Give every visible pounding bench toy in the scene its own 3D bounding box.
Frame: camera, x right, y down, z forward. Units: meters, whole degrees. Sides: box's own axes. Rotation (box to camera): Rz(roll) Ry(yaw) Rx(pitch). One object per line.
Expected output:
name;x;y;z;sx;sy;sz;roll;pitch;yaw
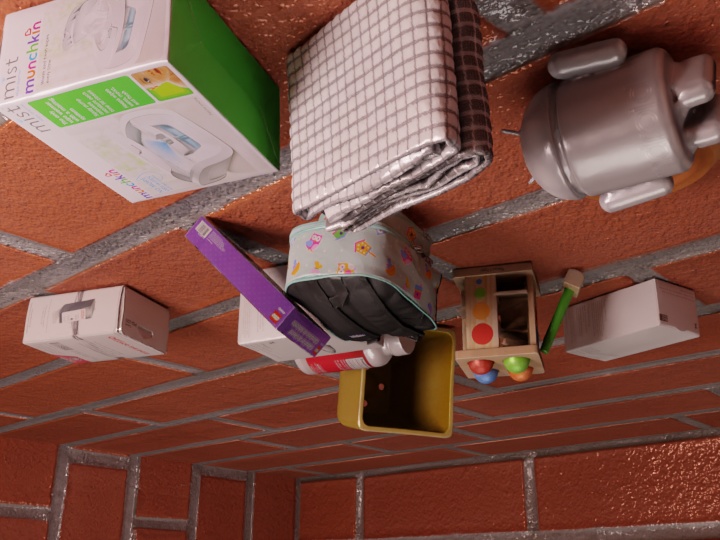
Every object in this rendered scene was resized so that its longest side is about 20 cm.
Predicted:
pounding bench toy;0.249;0.085;1.281;0.196;0.159;0.124;-6;158;16

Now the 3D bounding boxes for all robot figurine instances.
robot figurine;0.233;-0.133;0.778;0.197;0.113;0.172;-14;116;33

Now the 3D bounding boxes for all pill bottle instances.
pill bottle;-0.011;0.110;1.415;0.196;0.115;0.112;-10;157;24

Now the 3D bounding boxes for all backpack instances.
backpack;0.000;0.000;1.070;0.173;0.157;0.199;-5;161;30

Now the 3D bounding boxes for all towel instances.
towel;0.022;-0.136;0.708;0.084;0.169;0.198;9;159;-38

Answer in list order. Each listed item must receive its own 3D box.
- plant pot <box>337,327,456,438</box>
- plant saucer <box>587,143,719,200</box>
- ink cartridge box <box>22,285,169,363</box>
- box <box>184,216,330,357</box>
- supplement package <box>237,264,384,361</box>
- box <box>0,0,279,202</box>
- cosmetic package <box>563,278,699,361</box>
plant pot;0.048;0.209;1.581;0.190;0.200;0.199;10;166;-23
plant saucer;0.300;-0.124;0.909;0.195;0.038;0.201;1;159;0
ink cartridge box;-0.446;0.096;1.425;0.196;0.087;0.146;-6;158;20
box;-0.136;0.023;1.118;0.039;0.199;0.137;-47;152;-3
supplement package;-0.074;0.060;1.279;0.196;0.120;0.117;-11;156;26
box;-0.190;-0.158;0.752;0.173;0.099;0.200;-9;158;18
cosmetic package;0.447;0.087;1.393;0.111;0.083;0.199;15;154;-34
